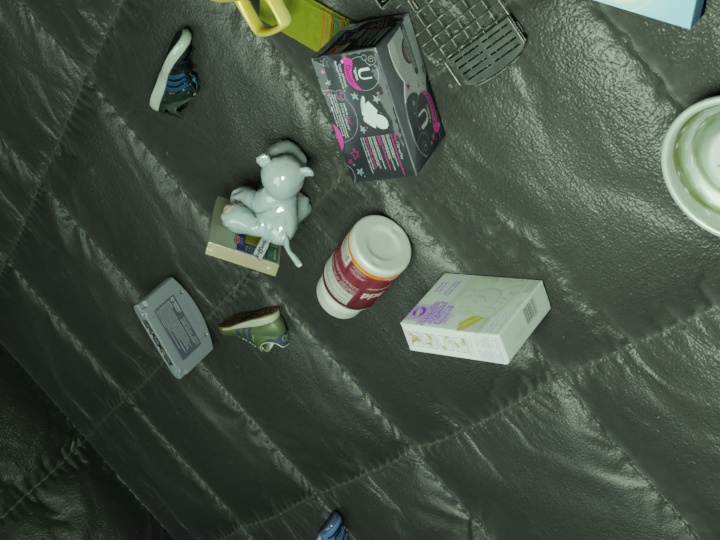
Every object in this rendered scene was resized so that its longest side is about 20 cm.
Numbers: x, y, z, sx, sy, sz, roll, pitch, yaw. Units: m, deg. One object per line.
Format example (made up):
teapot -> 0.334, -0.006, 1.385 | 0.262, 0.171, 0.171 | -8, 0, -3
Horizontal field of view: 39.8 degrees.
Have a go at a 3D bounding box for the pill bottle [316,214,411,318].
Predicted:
pill bottle -> 0.000, 0.000, 1.737 | 0.114, 0.114, 0.200 | 44, 144, 3

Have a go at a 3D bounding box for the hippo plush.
hippo plush -> -0.161, -0.138, 1.723 | 0.156, 0.201, 0.163 | 8, 126, -1

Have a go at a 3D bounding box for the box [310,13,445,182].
box -> 0.032, -0.251, 1.450 | 0.113, 0.133, 0.202 | -1, 123, 31

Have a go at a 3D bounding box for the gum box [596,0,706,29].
gum box -> 0.306, -0.386, 1.128 | 0.198, 0.045, 0.172 | 27, 140, 27

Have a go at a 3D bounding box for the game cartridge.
game cartridge -> -0.418, 0.125, 2.259 | 0.040, 0.133, 0.202 | -4, 120, 47

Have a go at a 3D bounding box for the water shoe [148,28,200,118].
water shoe -> -0.320, -0.355, 1.790 | 0.078, 0.072, 0.200 | 23, 145, -14

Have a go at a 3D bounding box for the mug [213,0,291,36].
mug -> -0.189, -0.451, 1.480 | 0.152, 0.147, 0.190 | 1, 93, 54

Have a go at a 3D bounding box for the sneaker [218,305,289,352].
sneaker -> -0.225, 0.138, 2.129 | 0.198, 0.067, 0.091 | -13, 109, 47

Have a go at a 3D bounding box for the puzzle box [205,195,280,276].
puzzle box -> -0.208, -0.065, 1.794 | 0.131, 0.201, 0.026 | 19, 115, -12

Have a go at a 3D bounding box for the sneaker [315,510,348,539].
sneaker -> -0.063, 0.658, 2.451 | 0.082, 0.074, 0.201 | 34, 149, 14

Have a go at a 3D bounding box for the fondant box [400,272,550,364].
fondant box -> 0.183, 0.073, 1.593 | 0.198, 0.144, 0.059 | 3, 127, 43

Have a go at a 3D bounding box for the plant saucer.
plant saucer -> 0.466, -0.128, 1.201 | 0.198, 0.050, 0.202 | 26, 138, 26

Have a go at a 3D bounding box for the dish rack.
dish rack -> 0.125, -0.343, 1.344 | 0.201, 0.055, 0.153 | 53, 144, -8

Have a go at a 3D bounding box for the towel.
towel -> -0.081, -0.383, 1.546 | 0.199, 0.018, 0.087 | 33, 141, 19
